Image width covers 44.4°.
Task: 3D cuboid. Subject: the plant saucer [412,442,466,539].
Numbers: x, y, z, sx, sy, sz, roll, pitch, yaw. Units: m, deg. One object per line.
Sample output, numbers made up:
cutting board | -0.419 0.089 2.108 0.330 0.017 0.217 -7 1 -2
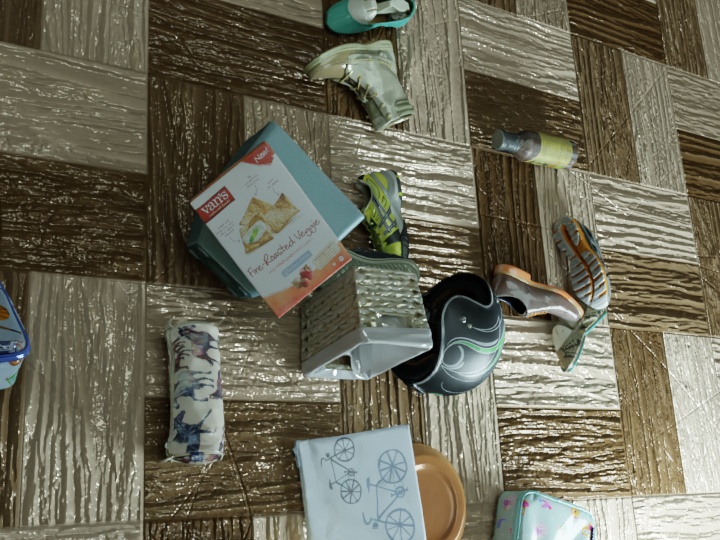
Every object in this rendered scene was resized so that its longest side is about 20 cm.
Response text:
plant saucer | 0.099 0.383 1.440 0.197 0.037 0.204 11 69 -30

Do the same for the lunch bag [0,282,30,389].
lunch bag | -0.499 0.063 1.061 0.159 0.076 0.201 3 39 -50

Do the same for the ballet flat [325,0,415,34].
ballet flat | 0.024 -0.486 1.642 0.198 0.070 0.068 -17 85 -36

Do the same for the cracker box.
cracker box | -0.123 -0.057 1.216 0.133 0.058 0.201 -38 102 -2

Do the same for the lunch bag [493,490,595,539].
lunch bag | 0.323 0.479 1.533 0.198 0.077 0.163 25 63 -25

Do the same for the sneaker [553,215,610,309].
sneaker | 0.458 -0.018 1.767 0.076 0.078 0.203 7 58 -42

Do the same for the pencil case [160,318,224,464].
pencil case | -0.240 0.172 1.257 0.089 0.077 0.204 10 70 -46

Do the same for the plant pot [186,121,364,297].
plant pot | -0.149 -0.069 1.328 0.196 0.195 0.201 44 74 -13

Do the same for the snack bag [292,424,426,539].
snack bag | -0.001 0.348 1.369 0.196 0.021 0.192 -5 77 -17

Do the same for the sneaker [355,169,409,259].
sneaker | 0.036 -0.076 1.530 0.075 0.075 0.204 -2 69 -18

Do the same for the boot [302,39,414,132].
boot | 0.002 -0.323 1.579 0.198 0.072 0.157 -20 89 -36

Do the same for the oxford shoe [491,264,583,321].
oxford shoe | 0.332 0.062 1.677 0.197 0.071 0.074 24 68 -11

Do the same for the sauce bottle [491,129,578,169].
sauce bottle | 0.351 -0.250 1.790 0.197 0.064 0.066 7 71 -30

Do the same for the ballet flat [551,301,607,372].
ballet flat | 0.415 0.117 1.725 0.075 0.068 0.200 38 49 8

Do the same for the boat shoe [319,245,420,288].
boat shoe | 0.000 0.000 1.455 0.196 0.062 0.076 4 100 1

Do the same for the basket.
basket | 0.002 0.084 1.373 0.134 0.199 0.126 6 67 -31

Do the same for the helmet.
helmet | 0.148 0.105 1.468 0.188 0.199 0.204 1 74 -42
